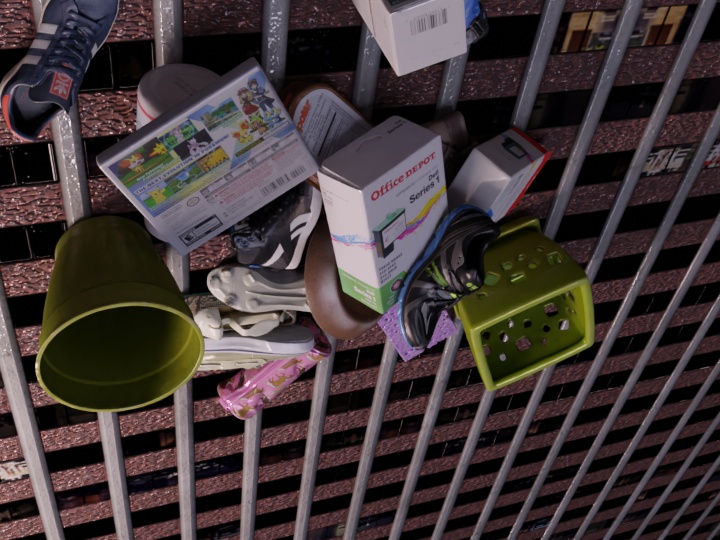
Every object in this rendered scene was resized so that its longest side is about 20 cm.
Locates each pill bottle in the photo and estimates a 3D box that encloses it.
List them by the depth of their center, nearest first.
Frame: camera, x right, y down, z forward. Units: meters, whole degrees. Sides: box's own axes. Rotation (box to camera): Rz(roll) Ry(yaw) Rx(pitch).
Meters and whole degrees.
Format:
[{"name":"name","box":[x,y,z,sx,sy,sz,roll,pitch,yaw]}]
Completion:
[{"name":"pill bottle","box":[-0.213,-0.133,1.039,0.107,0.109,0.201,-6,137,-21]}]

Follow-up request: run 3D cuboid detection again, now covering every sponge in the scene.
[{"name":"sponge","box":[0.085,0.072,1.471,0.111,0.030,0.200,-29,140,5]}]

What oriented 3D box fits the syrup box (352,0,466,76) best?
[{"name":"syrup box","box":[0.036,-0.300,0.909,0.078,0.201,0.082,-20,142,-5]}]

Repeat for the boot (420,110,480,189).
[{"name":"boot","box":[0.111,-0.131,1.239,0.146,0.070,0.200,-36,148,0]}]

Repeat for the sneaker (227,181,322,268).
[{"name":"sneaker","box":[-0.121,-0.074,1.176,0.111,0.074,0.201,-3,136,-24]}]

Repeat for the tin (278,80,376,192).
[{"name":"tin","box":[-0.034,-0.160,1.109,0.199,0.042,0.113,32,71,-46]}]

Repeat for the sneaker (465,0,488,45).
[{"name":"sneaker","box":[0.123,-0.330,1.013,0.111,0.077,0.200,25,125,-35]}]

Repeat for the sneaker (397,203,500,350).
[{"name":"sneaker","box":[0.113,0.013,1.124,0.071,0.082,0.201,25,95,-54]}]

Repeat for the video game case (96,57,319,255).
[{"name":"video game case","box":[-0.163,-0.120,0.979,0.199,0.022,0.183,-32,143,1]}]

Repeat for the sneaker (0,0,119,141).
[{"name":"sneaker","box":[-0.312,-0.218,0.917,0.074,0.085,0.200,19,124,-39]}]

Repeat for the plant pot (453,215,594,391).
[{"name":"plant pot","box":[0.243,0.042,1.398,0.197,0.183,0.201,-24,140,-1]}]

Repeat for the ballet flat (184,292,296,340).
[{"name":"ballet flat","box":[-0.188,0.068,1.296,0.198,0.076,0.068,-5,135,-21]}]

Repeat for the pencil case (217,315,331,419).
[{"name":"pencil case","box":[-0.140,0.160,1.415,0.199,0.083,0.086,-39,130,18]}]

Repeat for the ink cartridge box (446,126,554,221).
[{"name":"ink cartridge box","box":[0.193,-0.129,1.233,0.200,0.067,0.117,-33,158,-55]}]

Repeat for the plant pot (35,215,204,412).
[{"name":"plant pot","box":[-0.314,0.039,1.110,0.198,0.194,0.202,-14,140,-12]}]

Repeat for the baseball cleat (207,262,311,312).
[{"name":"baseball cleat","box":[-0.121,0.023,1.285,0.197,0.107,0.071,10,106,3]}]

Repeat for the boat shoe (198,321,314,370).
[{"name":"boat shoe","box":[-0.168,0.117,1.336,0.197,0.072,0.063,1,116,3]}]

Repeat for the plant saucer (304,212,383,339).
[{"name":"plant saucer","box":[0.000,0.000,1.245,0.199,0.036,0.203,-11,104,-49]}]

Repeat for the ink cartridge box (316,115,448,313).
[{"name":"ink cartridge box","box":[0.037,-0.071,1.119,0.144,0.084,0.202,-37,136,-27]}]
